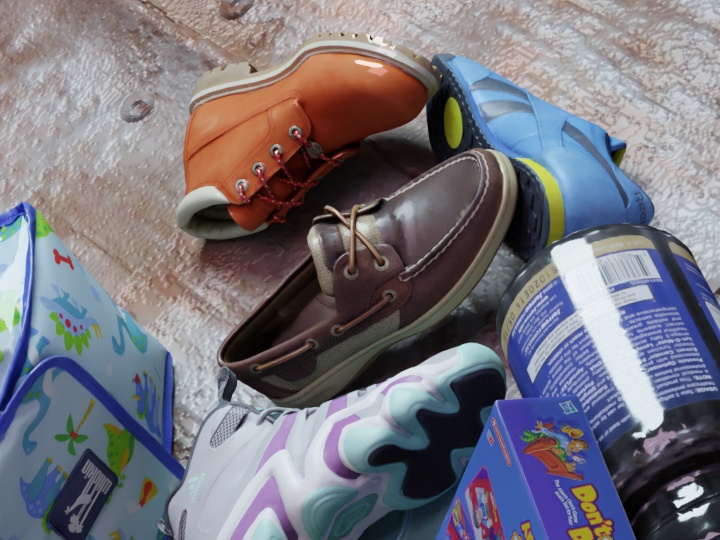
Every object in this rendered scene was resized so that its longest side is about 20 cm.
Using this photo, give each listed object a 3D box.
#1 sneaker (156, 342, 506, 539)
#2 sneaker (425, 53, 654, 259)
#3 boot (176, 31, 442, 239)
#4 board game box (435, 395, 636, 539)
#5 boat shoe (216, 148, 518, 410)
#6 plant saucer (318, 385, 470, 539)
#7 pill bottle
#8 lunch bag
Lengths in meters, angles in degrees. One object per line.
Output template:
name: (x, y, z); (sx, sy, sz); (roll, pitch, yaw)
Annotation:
sneaker: (-0.028, 0.085, 1.351); (0.200, 0.078, 0.140); (-41, 47, -3)
sneaker: (0.098, -0.066, 1.447); (0.078, 0.066, 0.200); (-8, 31, -20)
boot: (-0.034, -0.074, 1.503); (0.200, 0.075, 0.107); (-15, 51, 47)
board game box: (0.094, 0.178, 1.193); (0.045, 0.135, 0.200); (-3, 50, -21)
boat shoe: (0.000, 0.000, 1.402); (0.200, 0.072, 0.072); (-40, 45, 25)
plant saucer: (0.002, 0.140, 1.363); (0.200, 0.027, 0.200); (-16, 50, 21)
pill bottle: (0.147, 0.079, 1.260); (0.112, 0.112, 0.200); (-30, 46, 9)
lunch bag: (-0.182, 0.093, 1.412); (0.127, 0.170, 0.200); (-18, 49, 20)
